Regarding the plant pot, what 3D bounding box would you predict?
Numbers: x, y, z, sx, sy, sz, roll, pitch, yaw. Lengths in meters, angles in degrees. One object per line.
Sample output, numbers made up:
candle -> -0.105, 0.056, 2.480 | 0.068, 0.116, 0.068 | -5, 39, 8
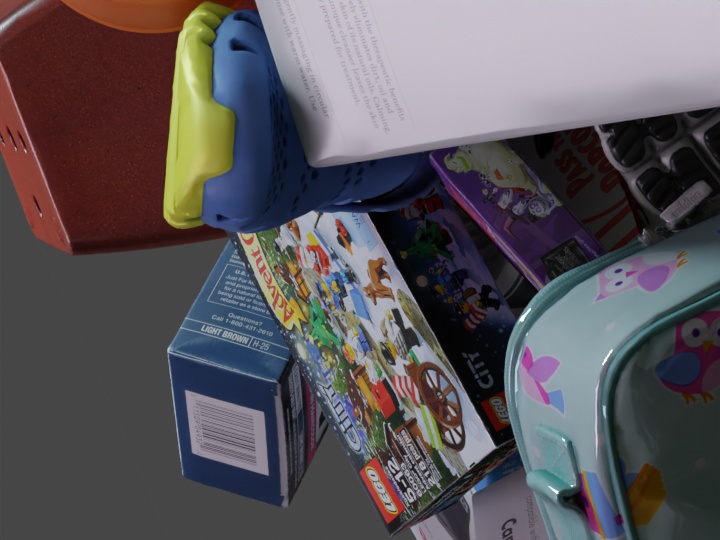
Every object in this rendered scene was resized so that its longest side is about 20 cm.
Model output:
plant pot -> -0.124, -0.107, 1.439 | 0.201, 0.175, 0.200 | 70, 165, -11

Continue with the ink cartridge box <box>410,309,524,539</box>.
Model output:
ink cartridge box -> 0.063, 0.072, 1.201 | 0.145, 0.083, 0.200 | 59, 164, 32

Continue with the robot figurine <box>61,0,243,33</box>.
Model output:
robot figurine -> -0.078, -0.150, 0.909 | 0.200, 0.143, 0.118 | 168, 102, -85

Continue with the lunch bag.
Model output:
lunch bag -> 0.132, 0.069, 0.784 | 0.077, 0.160, 0.201 | 36, 147, 64

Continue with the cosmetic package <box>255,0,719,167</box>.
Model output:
cosmetic package -> 0.063, -0.102, 0.751 | 0.199, 0.085, 0.108 | -5, 108, 41

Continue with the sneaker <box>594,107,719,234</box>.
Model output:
sneaker -> 0.115, -0.037, 0.869 | 0.085, 0.077, 0.201 | -143, 34, -73

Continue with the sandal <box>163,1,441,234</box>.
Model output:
sandal -> -0.017, -0.052, 0.877 | 0.200, 0.086, 0.080 | -38, -44, -77

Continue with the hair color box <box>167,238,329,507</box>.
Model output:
hair color box -> -0.027, 0.007, 1.225 | 0.060, 0.201, 0.100 | 15, 141, 14

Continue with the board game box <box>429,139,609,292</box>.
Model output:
board game box -> 0.078, 0.002, 0.915 | 0.120, 0.032, 0.200 | 52, -178, 6

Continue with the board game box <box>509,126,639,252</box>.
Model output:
board game box -> 0.043, -0.094, 0.991 | 0.152, 0.046, 0.200 | 48, -178, -38

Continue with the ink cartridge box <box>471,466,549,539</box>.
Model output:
ink cartridge box -> 0.105, 0.151, 1.033 | 0.201, 0.067, 0.117 | 56, -167, -22

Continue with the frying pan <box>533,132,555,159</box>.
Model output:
frying pan -> 0.061, -0.148, 0.851 | 0.115, 0.031, 0.191 | -93, 10, -64

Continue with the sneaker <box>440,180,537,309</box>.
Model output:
sneaker -> 0.024, -0.039, 1.115 | 0.200, 0.079, 0.079 | 41, 113, 40

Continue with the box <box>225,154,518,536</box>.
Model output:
box -> 0.000, 0.000, 1.034 | 0.201, 0.038, 0.137 | 61, 154, 11
